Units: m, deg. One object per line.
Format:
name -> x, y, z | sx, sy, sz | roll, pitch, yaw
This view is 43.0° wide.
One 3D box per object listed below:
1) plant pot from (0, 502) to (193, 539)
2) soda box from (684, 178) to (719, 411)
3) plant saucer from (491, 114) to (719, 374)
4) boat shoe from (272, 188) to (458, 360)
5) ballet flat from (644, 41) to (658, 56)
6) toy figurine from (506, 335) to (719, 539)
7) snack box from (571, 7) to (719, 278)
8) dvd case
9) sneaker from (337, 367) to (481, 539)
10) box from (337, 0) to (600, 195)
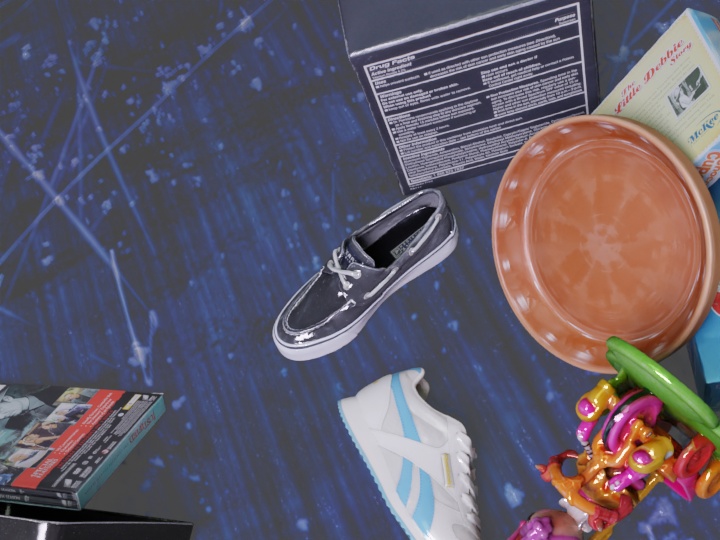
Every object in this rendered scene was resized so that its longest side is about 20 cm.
plant pot -> -0.267, 0.266, 0.678 | 0.199, 0.200, 0.178 | 2, 76, 18
soda box -> 0.282, 0.005, 0.722 | 0.068, 0.064, 0.201 | -10, 58, 12
plant saucer -> 0.188, -0.020, 0.713 | 0.032, 0.201, 0.200 | -12, 46, -39
boat shoe -> 0.000, 0.000, 0.811 | 0.200, 0.068, 0.072 | -35, 57, -4
ballet flat -> 0.316, -0.138, 0.813 | 0.066, 0.057, 0.200 | -46, 48, 22
toy figurine -> 0.162, 0.161, 0.613 | 0.184, 0.200, 0.150 | -50, 50, 1
snack box -> 0.226, -0.094, 0.733 | 0.037, 0.200, 0.117 | 9, 50, -27
dvd case -> -0.291, 0.148, 0.801 | 0.199, 0.022, 0.146 | 2, 26, 17
sneaker -> 0.058, 0.161, 0.697 | 0.081, 0.077, 0.200 | -30, 58, -4
box -> 0.101, -0.192, 0.813 | 0.199, 0.199, 0.124 | -14, 58, 8
